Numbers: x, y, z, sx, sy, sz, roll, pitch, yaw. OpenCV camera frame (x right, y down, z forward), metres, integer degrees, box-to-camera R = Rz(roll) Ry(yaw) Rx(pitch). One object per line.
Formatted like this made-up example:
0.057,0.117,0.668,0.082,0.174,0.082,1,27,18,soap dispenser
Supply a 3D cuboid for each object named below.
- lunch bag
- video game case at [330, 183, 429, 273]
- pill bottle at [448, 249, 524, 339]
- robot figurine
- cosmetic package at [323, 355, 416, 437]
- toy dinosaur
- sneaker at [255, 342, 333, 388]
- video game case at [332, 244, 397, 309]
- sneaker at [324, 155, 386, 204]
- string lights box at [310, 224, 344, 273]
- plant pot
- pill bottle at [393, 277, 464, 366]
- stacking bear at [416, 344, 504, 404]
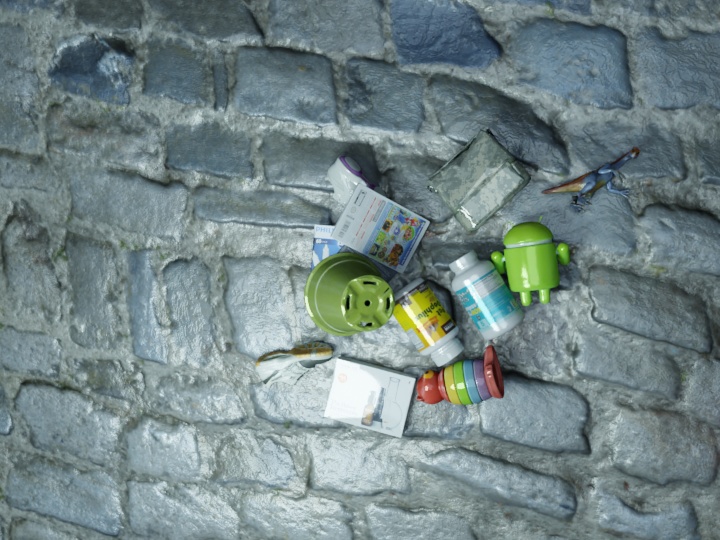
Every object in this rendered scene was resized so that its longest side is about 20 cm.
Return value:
0.272,-0.208,1.621,0.200,0.139,0.168,-42,86,7,lunch bag
0.047,-0.098,1.661,0.200,0.018,0.143,27,94,-17,video game case
0.288,0.053,1.642,0.111,0.111,0.200,-32,86,8,pill bottle
0.395,-0.021,1.621,0.175,0.116,0.200,-8,90,17,robot figurine
0.024,0.308,1.721,0.200,0.052,0.151,13,91,8,cosmetic package
0.551,-0.223,1.610,0.200,0.105,0.182,30,75,19,toy dinosaur
-0.157,0.238,1.743,0.200,0.076,0.088,-12,105,12,sneaker
0.000,0.000,1.682,0.143,0.019,0.200,43,83,-15,video game case
-0.005,-0.183,1.709,0.100,0.075,0.200,-40,89,32,sneaker
-0.068,-0.009,1.717,0.103,0.059,0.200,5,93,5,string lights box
-0.008,0.063,1.576,0.200,0.190,0.200,-1,94,-18,plant pot
0.157,0.124,1.664,0.109,0.109,0.200,-36,87,8,pill bottle
0.229,0.266,1.662,0.200,0.121,0.114,-14,116,18,stacking bear
